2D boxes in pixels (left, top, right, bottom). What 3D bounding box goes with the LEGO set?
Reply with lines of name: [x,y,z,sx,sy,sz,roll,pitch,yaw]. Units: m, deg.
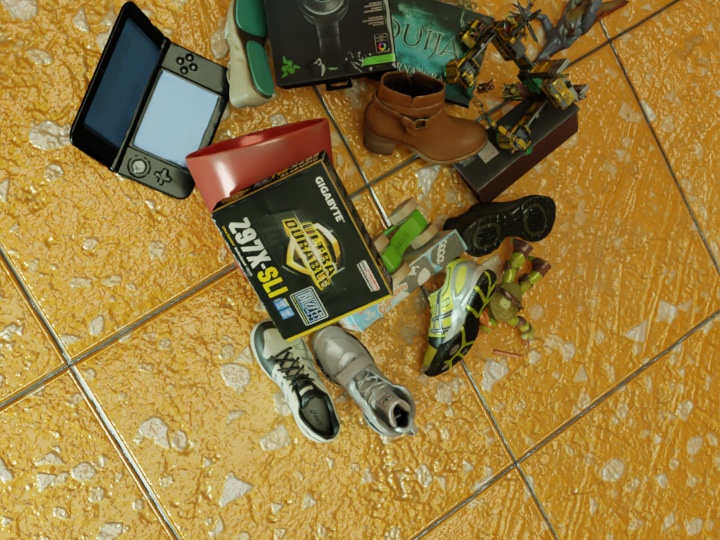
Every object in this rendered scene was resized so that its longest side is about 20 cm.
LEGO set: [0.227,-0.267,1.221,0.154,0.116,0.201,-42,113,-13]

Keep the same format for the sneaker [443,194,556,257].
sneaker: [0.214,-0.081,1.322,0.198,0.091,0.077,-12,114,-30]

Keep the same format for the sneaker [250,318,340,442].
sneaker: [-0.084,0.155,1.228,0.075,0.088,0.201,-34,98,-13]

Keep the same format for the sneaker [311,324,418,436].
sneaker: [0.012,0.161,1.244,0.075,0.115,0.200,-40,101,-14]

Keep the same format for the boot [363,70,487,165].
boot: [0.104,-0.228,1.245,0.198,0.156,0.077,5,64,-7]

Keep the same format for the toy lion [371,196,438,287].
toy lion: [0.000,0.000,1.225,0.069,0.191,0.200,50,36,-8]

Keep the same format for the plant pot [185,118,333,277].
plant pot: [-0.119,-0.096,1.176,0.199,0.200,0.179,-19,106,-17]

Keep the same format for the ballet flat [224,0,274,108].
ballet flat: [-0.164,-0.316,1.210,0.069,0.070,0.202,2,68,-18]

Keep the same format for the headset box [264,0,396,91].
headset box: [-0.043,-0.353,1.207,0.172,0.093,0.202,-7,98,4]

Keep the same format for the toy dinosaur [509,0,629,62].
toy dinosaur: [0.341,-0.379,1.376,0.199,0.105,0.183,19,104,-29]

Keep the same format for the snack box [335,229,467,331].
snack box: [0.051,0.013,1.257,0.199,0.116,0.037,-37,100,-15]

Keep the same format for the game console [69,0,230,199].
game console: [-0.270,-0.220,1.154,0.175,0.116,0.202,23,83,-16]

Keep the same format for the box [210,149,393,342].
box: [-0.071,-0.027,1.086,0.159,0.049,0.201,-22,112,14]

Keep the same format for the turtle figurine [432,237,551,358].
turtle figurine: [0.220,0.032,1.339,0.199,0.064,0.162,36,79,-14]

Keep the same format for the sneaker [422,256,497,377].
sneaker: [0.136,0.069,1.292,0.075,0.076,0.201,-10,129,-50]

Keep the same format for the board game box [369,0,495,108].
board game box: [0.085,-0.334,1.276,0.198,0.028,0.137,17,92,3]

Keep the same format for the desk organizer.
desk organizer: [0.242,-0.195,1.341,0.200,0.077,0.072,-39,67,1]

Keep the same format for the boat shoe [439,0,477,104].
boat shoe: [0.150,-0.359,1.320,0.073,0.063,0.202,-5,91,-18]
